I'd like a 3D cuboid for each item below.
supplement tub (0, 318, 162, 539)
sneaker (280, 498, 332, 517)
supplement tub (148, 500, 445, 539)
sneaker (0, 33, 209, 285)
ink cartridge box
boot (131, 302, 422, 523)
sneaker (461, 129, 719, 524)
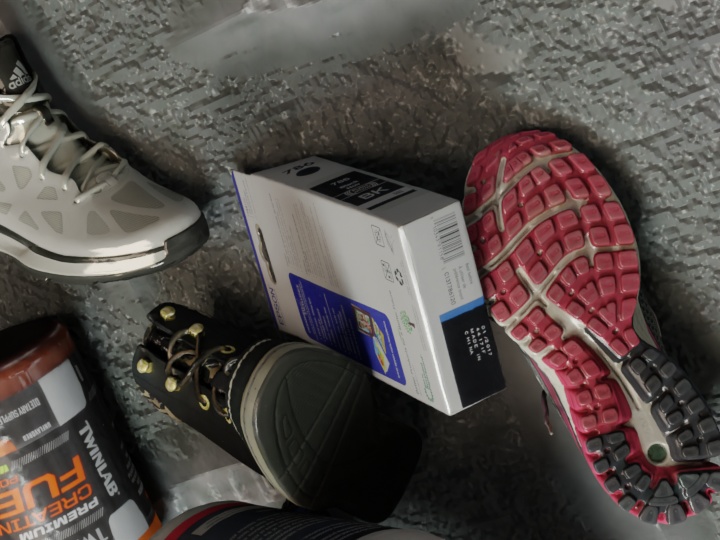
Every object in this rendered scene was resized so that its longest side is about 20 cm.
[{"bbox_3d":[-0.183,0.138,1.204,0.106,0.107,0.201,-14,107,38],"label":"supplement tub"},{"bbox_3d":[0.009,0.209,1.147,0.078,0.075,0.201,-18,110,27],"label":"sneaker"},{"bbox_3d":[-0.017,0.192,0.996,0.199,0.140,0.141,2,116,46],"label":"supplement tub"},{"bbox_3d":[-0.175,-0.064,1.106,0.199,0.076,0.116,11,122,32],"label":"sneaker"},{"bbox_3d":[0.000,0.000,1.015,0.200,0.039,0.100,22,132,60],"label":"ink cartridge box"},{"bbox_3d":[-0.064,0.063,1.049,0.153,0.204,0.074,25,82,25],"label":"boot"},{"bbox_3d":[0.104,0.030,0.977,0.080,0.075,0.201,-23,90,-2],"label":"sneaker"}]
